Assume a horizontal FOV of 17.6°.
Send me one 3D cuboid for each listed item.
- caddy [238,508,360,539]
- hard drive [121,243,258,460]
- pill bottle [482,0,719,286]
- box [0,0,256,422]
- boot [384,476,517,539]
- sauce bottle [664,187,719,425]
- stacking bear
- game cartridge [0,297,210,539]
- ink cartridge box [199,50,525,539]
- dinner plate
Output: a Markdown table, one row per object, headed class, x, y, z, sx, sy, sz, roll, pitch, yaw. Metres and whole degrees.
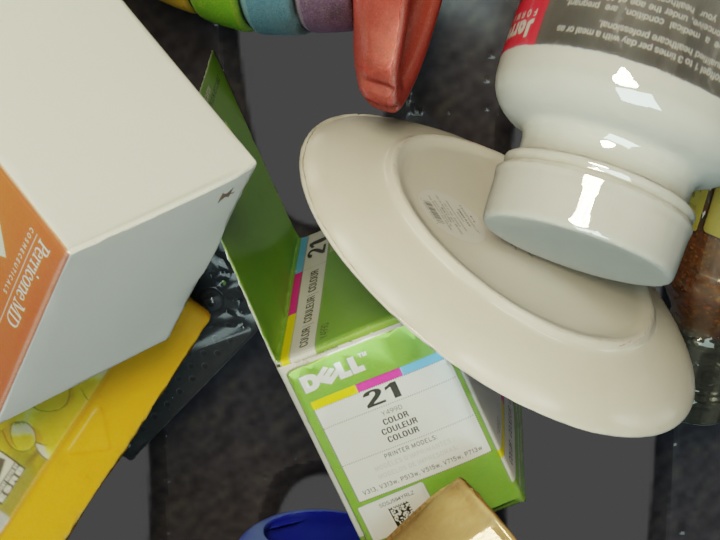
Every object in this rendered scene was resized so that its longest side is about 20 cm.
| class | x | y | z | sx | sy | sz | roll | pitch | yaw |
| --- | --- | --- | --- | --- | --- | --- | --- | --- | --- |
| caddy | 0.026 | 0.185 | 1.105 | 0.199 | 0.142 | 0.105 | 19 | 115 | -5 |
| hard drive | -0.143 | -0.018 | 1.084 | 0.200 | 0.042 | 0.135 | 40 | 110 | -11 |
| pill bottle | 0.119 | -0.100 | 0.946 | 0.110 | 0.111 | 0.201 | 20 | 81 | -4 |
| box | -0.153 | -0.062 | 0.938 | 0.200 | 0.097 | 0.125 | 50 | 141 | 16 |
| boot | 0.024 | 0.215 | 0.951 | 0.200 | 0.066 | 0.175 | -41 | 93 | -3 |
| sauce bottle | 0.170 | -0.027 | 1.045 | 0.066 | 0.066 | 0.201 | 14 | 115 | -2 |
| stacking bear | -0.065 | -0.155 | 0.985 | 0.199 | 0.114 | 0.122 | 11 | 128 | 11 |
| game cartridge | -0.185 | 0.025 | 0.998 | 0.200 | 0.177 | 0.032 | 39 | 148 | -12 |
| ink cartridge box | 0.000 | 0.000 | 1.022 | 0.075 | 0.148 | 0.201 | -21 | 110 | 11 |
| dinner plate | 0.064 | -0.007 | 0.986 | 0.200 | 0.200 | 0.024 | 30 | 116 | -8 |
